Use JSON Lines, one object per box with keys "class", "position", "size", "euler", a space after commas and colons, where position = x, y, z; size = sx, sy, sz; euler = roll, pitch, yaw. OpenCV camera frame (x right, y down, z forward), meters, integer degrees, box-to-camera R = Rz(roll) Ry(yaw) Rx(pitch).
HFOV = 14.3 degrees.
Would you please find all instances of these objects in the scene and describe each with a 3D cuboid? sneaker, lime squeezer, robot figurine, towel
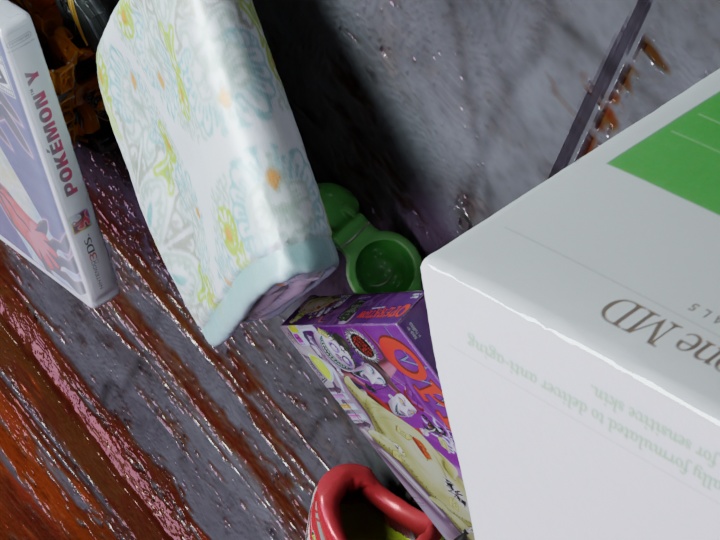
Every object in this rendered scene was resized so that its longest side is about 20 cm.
{"class": "sneaker", "position": [0.037, 0.172, 1.469], "size": [0.200, 0.077, 0.085], "euler": [39, 146, 34]}
{"class": "lime squeezer", "position": [0.000, 0.000, 1.378], "size": [0.200, 0.038, 0.071], "euler": [38, 148, 33]}
{"class": "robot figurine", "position": [-0.196, -0.144, 1.538], "size": [0.200, 0.058, 0.145], "euler": [46, 155, 22]}
{"class": "towel", "position": [-0.073, -0.059, 1.368], "size": [0.171, 0.048, 0.200], "euler": [69, 163, 5]}

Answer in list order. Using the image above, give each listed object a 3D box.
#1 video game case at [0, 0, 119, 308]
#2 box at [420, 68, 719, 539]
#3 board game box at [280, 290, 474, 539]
{"class": "video game case", "position": [-0.211, -0.091, 1.532], "size": [0.200, 0.023, 0.182], "euler": [33, 147, 44]}
{"class": "box", "position": [0.156, 0.067, 1.015], "size": [0.199, 0.171, 0.200], "euler": [30, 144, 44]}
{"class": "board game box", "position": [0.053, 0.093, 1.361], "size": [0.200, 0.032, 0.120], "euler": [53, 153, -16]}
